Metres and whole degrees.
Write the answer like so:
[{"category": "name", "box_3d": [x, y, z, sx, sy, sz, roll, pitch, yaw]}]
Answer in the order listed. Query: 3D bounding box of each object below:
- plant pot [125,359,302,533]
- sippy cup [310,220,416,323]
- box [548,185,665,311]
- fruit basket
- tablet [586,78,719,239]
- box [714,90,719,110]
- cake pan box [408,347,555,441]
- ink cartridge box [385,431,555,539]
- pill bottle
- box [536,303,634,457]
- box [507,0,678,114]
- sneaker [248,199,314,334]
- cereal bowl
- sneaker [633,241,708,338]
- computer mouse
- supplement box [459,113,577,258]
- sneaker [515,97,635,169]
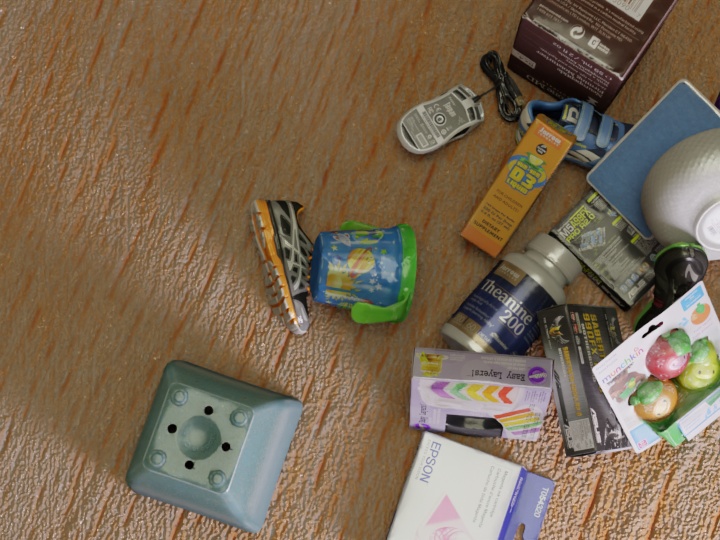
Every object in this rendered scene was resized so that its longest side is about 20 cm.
[{"category": "plant pot", "box_3d": [-0.201, 0.228, 1.635, 0.195, 0.200, 0.197, 18, 80, 3]}, {"category": "sippy cup", "box_3d": [0.000, 0.000, 1.698, 0.130, 0.178, 0.140, 4, 90, -11]}, {"category": "box", "box_3d": [0.394, -0.066, 1.767, 0.160, 0.044, 0.200, 44, 82, 9]}, {"category": "fruit basket", "box_3d": [0.409, 0.135, 1.613, 0.185, 0.200, 0.094, -37, 44, -5]}, {"category": "tablet", "box_3d": [0.420, -0.151, 1.696, 0.130, 0.014, 0.200, 46, 119, 8]}, {"category": "box", "box_3d": [0.589, -0.162, 1.735, 0.200, 0.106, 0.122, 10, 53, 3]}, {"category": "cake pan box", "box_3d": [0.156, 0.168, 1.648, 0.184, 0.200, 0.052, 7, 63, 3]}, {"category": "ink cartridge box", "box_3d": [0.148, 0.346, 1.691, 0.200, 0.043, 0.197, 19, 79, 5]}, {"category": "pill bottle", "box_3d": [0.213, 0.047, 1.712, 0.111, 0.111, 0.200, 41, 82, 7]}, {"category": "box", "box_3d": [0.314, 0.148, 1.671, 0.048, 0.158, 0.200, -17, 76, 34]}, {"category": "box", "box_3d": [0.326, -0.342, 1.741, 0.166, 0.200, 0.164, 33, 81, 7]}, {"category": "sneaker", "box_3d": [-0.098, -0.009, 1.746, 0.077, 0.078, 0.200, -12, 86, -23]}, {"category": "cereal bowl", "box_3d": [0.481, -0.088, 1.646, 0.200, 0.200, 0.083, -10, 42, -2]}, {"category": "sneaker", "box_3d": [0.427, 0.046, 1.673, 0.077, 0.200, 0.084, 4, 39, -2]}, {"category": "computer mouse", "box_3d": [0.139, -0.233, 1.803, 0.200, 0.044, 0.110, -29, 85, -11]}, {"category": "supplement box", "box_3d": [0.221, -0.119, 1.727, 0.066, 0.069, 0.200, 34, 106, 7]}, {"category": "sneaker", "box_3d": [0.319, -0.197, 1.754, 0.200, 0.082, 0.074, 9, 61, 13]}]
